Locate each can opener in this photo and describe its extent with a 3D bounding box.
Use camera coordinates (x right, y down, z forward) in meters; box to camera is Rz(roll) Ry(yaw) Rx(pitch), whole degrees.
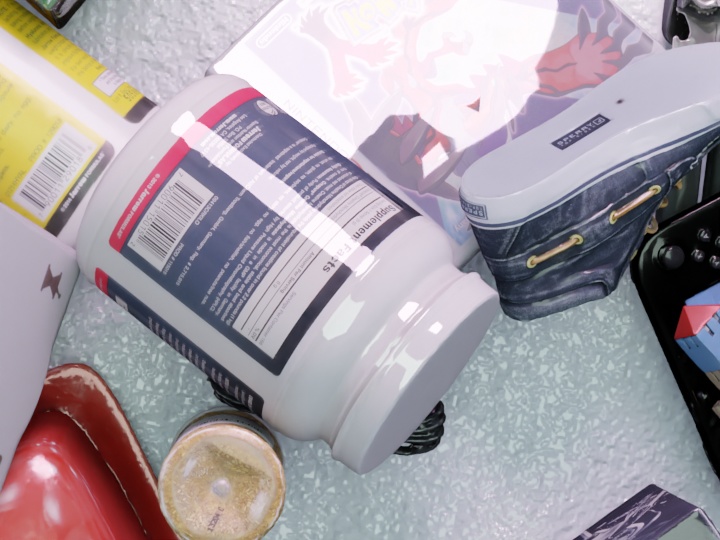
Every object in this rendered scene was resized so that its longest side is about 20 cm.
[{"bbox_3d":[0.200,-0.100,1.720,0.053,0.067,0.200,4,102,-8],"label":"can opener"}]

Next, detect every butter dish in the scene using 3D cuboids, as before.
[{"bbox_3d":[-0.198,0.177,1.652,0.200,0.148,0.200,-27,90,-2],"label":"butter dish"}]

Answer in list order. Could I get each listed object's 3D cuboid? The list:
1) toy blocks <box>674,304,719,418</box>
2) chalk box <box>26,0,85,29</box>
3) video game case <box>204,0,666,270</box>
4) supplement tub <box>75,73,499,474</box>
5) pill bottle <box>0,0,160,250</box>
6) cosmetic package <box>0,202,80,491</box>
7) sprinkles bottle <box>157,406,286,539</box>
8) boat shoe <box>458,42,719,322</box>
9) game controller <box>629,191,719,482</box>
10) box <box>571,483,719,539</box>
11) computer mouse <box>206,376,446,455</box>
[{"bbox_3d":[0.257,0.028,1.652,0.137,0.100,0.200,48,70,-10],"label":"toy blocks"},{"bbox_3d":[-0.151,-0.254,1.666,0.124,0.125,0.200,41,87,-2],"label":"chalk box"},{"bbox_3d":[0.044,-0.116,1.687,0.182,0.023,0.200,43,73,7],"label":"video game case"},{"bbox_3d":[-0.040,0.002,1.599,0.200,0.140,0.140,38,89,11],"label":"supplement tub"},{"bbox_3d":[-0.214,-0.099,1.669,0.200,0.111,0.111,37,89,-2],"label":"pill bottle"},{"bbox_3d":[-0.289,0.023,1.588,0.200,0.165,0.165,12,77,28],"label":"cosmetic package"},{"bbox_3d":[-0.075,0.113,1.630,0.068,0.200,0.068,0,90,-2],"label":"sprinkles bottle"},{"bbox_3d":[0.149,-0.051,1.656,0.200,0.071,0.091,-27,124,-15],"label":"boat shoe"},{"bbox_3d":[0.230,0.049,1.702,0.104,0.042,0.200,-25,106,0],"label":"game controller"},{"bbox_3d":[0.123,0.221,1.647,0.200,0.182,0.104,-35,90,-2],"label":"box"},{"bbox_3d":[0.000,0.000,1.699,0.138,0.053,0.200,14,80,3],"label":"computer mouse"}]
